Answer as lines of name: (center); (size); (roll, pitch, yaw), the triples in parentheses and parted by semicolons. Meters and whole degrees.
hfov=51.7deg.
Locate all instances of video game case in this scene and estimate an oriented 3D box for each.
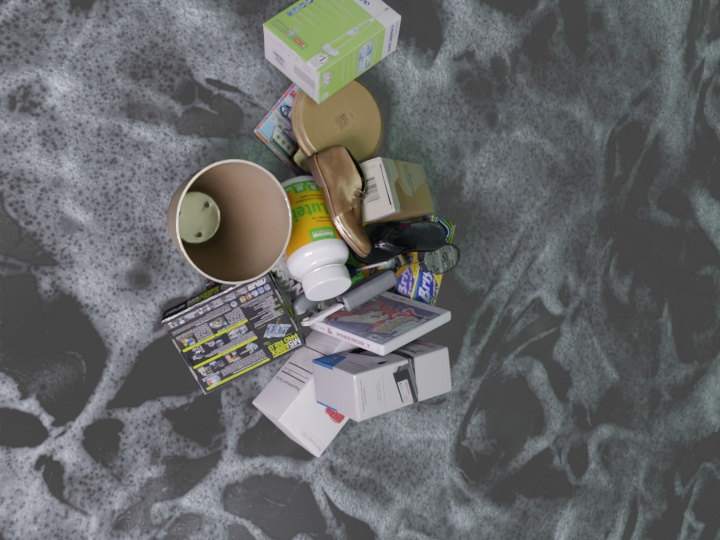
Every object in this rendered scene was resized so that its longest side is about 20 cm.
video game case: (0.037, 0.089, 1.367); (0.200, 0.182, 0.023); (-22, 119, -44)

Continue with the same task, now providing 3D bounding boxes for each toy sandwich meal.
toy sandwich meal: (-0.049, -0.260, 1.361); (0.204, 0.070, 0.207); (2, 86, -27)

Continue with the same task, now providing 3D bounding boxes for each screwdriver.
screwdriver: (0.000, 0.000, 1.351); (0.028, 0.200, 0.029); (28, 78, -21)

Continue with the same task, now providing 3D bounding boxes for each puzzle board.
puzzle board: (-0.084, -0.244, 1.385); (0.200, 0.017, 0.151); (44, 73, -27)

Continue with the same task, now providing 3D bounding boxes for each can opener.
can opener: (-0.029, 0.039, 1.334); (0.199, 0.053, 0.067); (-29, 103, -21)

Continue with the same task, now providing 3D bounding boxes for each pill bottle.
pill bottle: (-0.085, -0.054, 1.299); (0.111, 0.111, 0.201); (-7, 64, -30)

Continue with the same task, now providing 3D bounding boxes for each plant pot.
plant pot: (-0.238, -0.082, 1.202); (0.186, 0.200, 0.189); (-4, 98, -32)

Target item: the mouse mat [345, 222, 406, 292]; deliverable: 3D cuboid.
mouse mat: (0.021, -0.017, 1.482); (0.200, 0.008, 0.161); (-41, 114, -22)

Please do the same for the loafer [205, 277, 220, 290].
loafer: (-0.191, 0.076, 1.329); (0.072, 0.063, 0.200); (-49, 117, -16)

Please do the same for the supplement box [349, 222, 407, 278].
supplement box: (0.014, -0.070, 1.427); (0.069, 0.066, 0.201); (-37, 114, -27)

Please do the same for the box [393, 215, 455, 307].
box: (0.125, -0.008, 1.500); (0.064, 0.070, 0.201); (18, 84, -30)

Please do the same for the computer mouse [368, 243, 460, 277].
computer mouse: (0.104, -0.014, 1.435); (0.199, 0.034, 0.059); (-11, 95, -22)

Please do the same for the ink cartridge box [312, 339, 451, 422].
ink cartridge box: (0.038, 0.182, 1.293); (0.199, 0.144, 0.085); (-11, 100, -32)

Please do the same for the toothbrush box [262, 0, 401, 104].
toothbrush box: (-0.050, -0.411, 1.305); (0.146, 0.086, 0.200); (42, 69, 16)

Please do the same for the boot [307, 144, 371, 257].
boot: (-0.018, -0.121, 1.279); (0.075, 0.074, 0.201); (-24, 90, 12)

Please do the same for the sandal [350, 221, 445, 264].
sandal: (0.074, -0.062, 1.383); (0.199, 0.048, 0.076); (-12, 78, -25)

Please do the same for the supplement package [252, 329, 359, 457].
supplement package: (-0.077, 0.219, 1.382); (0.200, 0.120, 0.121); (-50, 119, -16)

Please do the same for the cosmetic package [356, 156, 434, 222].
cosmetic package: (0.061, -0.148, 1.385); (0.200, 0.071, 0.106); (-12, 86, -63)

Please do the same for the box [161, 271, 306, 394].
box: (-0.216, 0.101, 1.279); (0.199, 0.044, 0.161); (-26, 114, 0)

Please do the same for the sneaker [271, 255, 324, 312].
sneaker: (-0.130, -0.001, 1.359); (0.200, 0.075, 0.081); (42, 66, -36)
